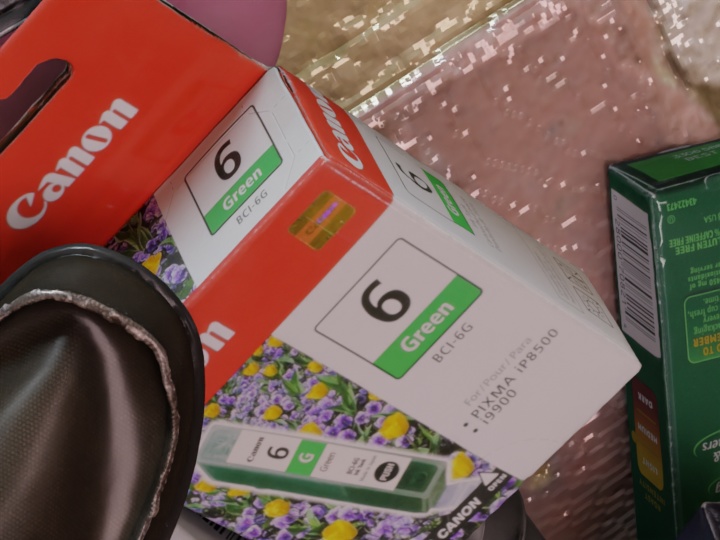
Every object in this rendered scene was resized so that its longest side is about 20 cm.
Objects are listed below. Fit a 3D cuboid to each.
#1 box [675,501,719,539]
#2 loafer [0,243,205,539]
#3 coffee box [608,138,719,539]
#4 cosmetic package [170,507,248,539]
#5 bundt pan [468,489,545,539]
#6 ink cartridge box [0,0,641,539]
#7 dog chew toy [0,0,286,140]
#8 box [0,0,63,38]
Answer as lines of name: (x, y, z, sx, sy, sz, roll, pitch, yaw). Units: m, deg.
box: (0.145, 0.218, 0.935, 0.123, 0.200, 0.199, 6, 135, -26)
loafer: (-0.098, 0.090, 0.702, 0.073, 0.071, 0.200, 24, 97, -1)
coffee box: (0.156, 0.047, 1.012, 0.123, 0.044, 0.200, -15, 112, -17)
cosmetic package: (-0.108, 0.146, 0.807, 0.199, 0.123, 0.200, 40, 92, 1)
bundt pan: (-0.013, 0.135, 0.937, 0.201, 0.076, 0.202, -12, 116, -26)
ink cartridge box: (-0.029, 0.009, 0.756, 0.109, 0.050, 0.200, -46, 130, 15)
dog chew toy: (-0.094, -0.125, 0.809, 0.124, 0.125, 0.200, -18, 106, -17)
box: (-0.126, -0.155, 0.714, 0.193, 0.047, 0.200, -33, 100, -20)
